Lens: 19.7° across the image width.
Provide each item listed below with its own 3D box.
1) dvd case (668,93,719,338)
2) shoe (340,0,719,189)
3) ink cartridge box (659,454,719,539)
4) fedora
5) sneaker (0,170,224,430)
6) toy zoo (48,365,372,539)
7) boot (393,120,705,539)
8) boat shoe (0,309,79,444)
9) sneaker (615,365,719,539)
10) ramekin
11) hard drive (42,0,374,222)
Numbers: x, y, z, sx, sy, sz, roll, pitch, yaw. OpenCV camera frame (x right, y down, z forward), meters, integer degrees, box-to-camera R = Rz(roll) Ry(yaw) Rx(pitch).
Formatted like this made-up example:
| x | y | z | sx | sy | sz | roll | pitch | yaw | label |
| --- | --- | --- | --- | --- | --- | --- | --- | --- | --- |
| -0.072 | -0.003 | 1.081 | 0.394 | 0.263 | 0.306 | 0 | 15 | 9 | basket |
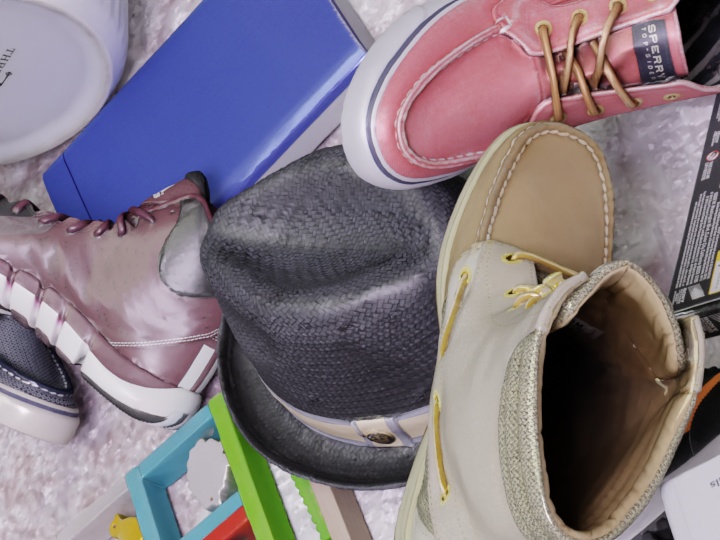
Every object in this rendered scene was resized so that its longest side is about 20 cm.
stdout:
| x | y | z | sx | sy | sz | roll | pitch | yaw | label |
| --- | --- | --- | --- | --- | --- | --- | --- | --- | --- |
| 0.216 | -0.051 | 0.785 | 0.200 | 0.022 | 0.146 | -19 | 35 | 36 | dvd case |
| 0.089 | -0.092 | 0.860 | 0.200 | 0.072 | 0.091 | -32 | 25 | -31 | shoe |
| 0.188 | 0.154 | 0.647 | 0.087 | 0.145 | 0.200 | -31 | 49 | 25 | ink cartridge box |
| 0.000 | 0.000 | 0.924 | 0.201 | 0.092 | 0.201 | -18 | 54 | 26 | fedora |
| -0.134 | -0.019 | 1.052 | 0.200 | 0.076 | 0.116 | 38 | 93 | 10 | sneaker |
| -0.087 | 0.145 | 0.995 | 0.200 | 0.020 | 0.131 | -41 | 46 | 19 | toy zoo |
| 0.073 | 0.018 | 0.746 | 0.155 | 0.072 | 0.200 | 129 | 157 | -67 | boot |
| -0.199 | 0.015 | 1.126 | 0.200 | 0.075 | 0.093 | 33 | 98 | 47 | boat shoe |
| 0.127 | 0.059 | 0.807 | 0.200 | 0.070 | 0.090 | -43 | 49 | 20 | sneaker |
| -0.221 | -0.142 | 1.145 | 0.200 | 0.200 | 0.105 | -30 | 55 | 28 | ramekin |
| -0.082 | -0.077 | 1.105 | 0.200 | 0.025 | 0.132 | -45 | 45 | 16 | hard drive |
